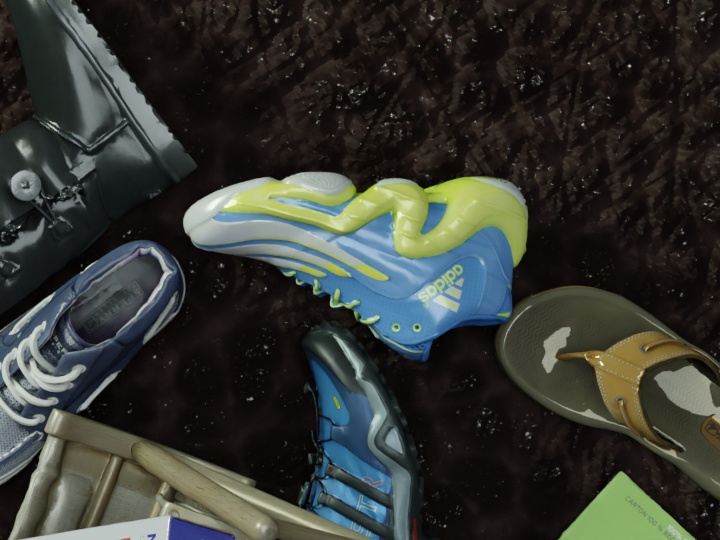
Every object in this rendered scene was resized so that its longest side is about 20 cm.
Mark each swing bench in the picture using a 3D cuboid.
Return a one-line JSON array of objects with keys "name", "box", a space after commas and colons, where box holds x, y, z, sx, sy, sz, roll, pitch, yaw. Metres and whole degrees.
[{"name": "swing bench", "box": [-0.107, 0.207, 1.313, 0.130, 0.200, 0.199, 23, 89, -45]}]

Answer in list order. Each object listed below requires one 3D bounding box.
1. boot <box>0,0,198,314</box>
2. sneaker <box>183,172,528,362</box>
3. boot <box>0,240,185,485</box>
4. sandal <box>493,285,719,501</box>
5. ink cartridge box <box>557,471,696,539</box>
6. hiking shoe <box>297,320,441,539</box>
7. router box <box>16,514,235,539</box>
[{"name": "boot", "box": [-0.220, -0.064, 1.387, 0.200, 0.066, 0.165, -36, 86, -1]}, {"name": "sneaker", "box": [0.000, 0.000, 1.378, 0.200, 0.076, 0.105, -3, 80, -4]}, {"name": "boot", "box": [-0.183, 0.053, 1.360, 0.200, 0.090, 0.073, -45, 88, -6]}, {"name": "sandal", "box": [0.173, 0.072, 1.394, 0.200, 0.054, 0.080, 32, 84, 0]}, {"name": "ink cartridge box", "box": [0.136, 0.234, 1.367, 0.148, 0.076, 0.200, 42, 86, 1]}, {"name": "hiking shoe", "box": [-0.006, 0.129, 1.370, 0.087, 0.074, 0.200, -18, 86, -5]}, {"name": "router box", "box": [-0.149, 0.234, 1.214, 0.049, 0.179, 0.200, 23, 63, -44]}]
